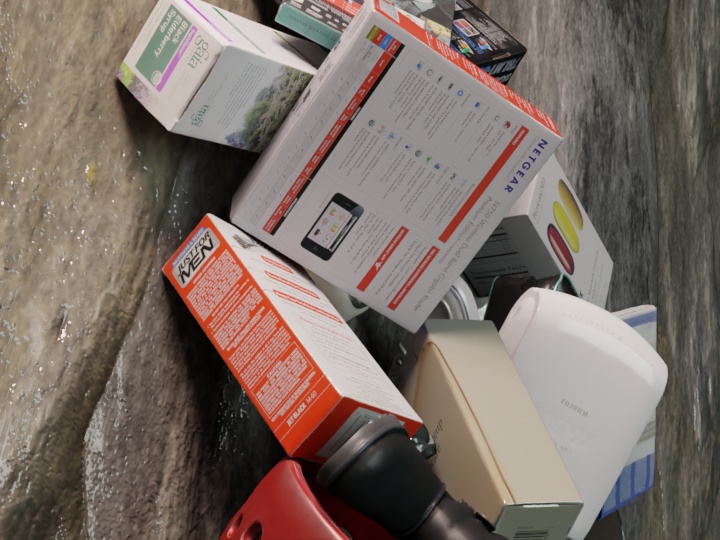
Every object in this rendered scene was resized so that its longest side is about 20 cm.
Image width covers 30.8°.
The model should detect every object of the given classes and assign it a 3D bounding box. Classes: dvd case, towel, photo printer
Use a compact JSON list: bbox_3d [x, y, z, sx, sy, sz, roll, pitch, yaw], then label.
[{"bbox_3d":[0.011,-0.225,1.088,0.145,0.022,0.201,26,36,-11],"label":"dvd case"},{"bbox_3d":[0.263,0.138,1.319,0.146,0.024,0.202,-10,102,-54],"label":"towel"},{"bbox_3d":[0.179,0.127,1.196,0.166,0.069,0.201,30,90,-16],"label":"photo printer"}]

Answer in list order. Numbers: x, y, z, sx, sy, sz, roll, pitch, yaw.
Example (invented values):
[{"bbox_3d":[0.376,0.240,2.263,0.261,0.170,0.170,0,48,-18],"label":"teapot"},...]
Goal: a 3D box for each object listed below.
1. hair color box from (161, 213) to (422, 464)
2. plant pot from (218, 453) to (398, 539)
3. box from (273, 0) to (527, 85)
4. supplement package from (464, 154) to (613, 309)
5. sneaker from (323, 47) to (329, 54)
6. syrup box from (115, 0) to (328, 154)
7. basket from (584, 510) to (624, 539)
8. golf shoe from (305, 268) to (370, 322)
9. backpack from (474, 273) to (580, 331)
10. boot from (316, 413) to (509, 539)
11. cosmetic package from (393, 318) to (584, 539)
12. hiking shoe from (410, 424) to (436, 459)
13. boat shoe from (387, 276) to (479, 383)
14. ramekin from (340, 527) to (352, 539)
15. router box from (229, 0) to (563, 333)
[{"bbox_3d":[-0.053,0.055,0.970,0.111,0.064,0.200,26,22,-52],"label":"hair color box"},{"bbox_3d":[-0.030,0.257,0.904,0.183,0.200,0.200,-51,140,4],"label":"plant pot"},{"bbox_3d":[0.026,-0.230,1.170,0.200,0.050,0.198,43,35,15],"label":"box"},{"bbox_3d":[0.184,-0.025,1.426,0.200,0.109,0.114,53,41,-37],"label":"supplement package"},{"bbox_3d":[0.027,-0.176,1.271,0.200,0.073,0.082,49,14,-34],"label":"sneaker"},{"bbox_3d":[-0.087,-0.146,1.024,0.081,0.079,0.199,45,20,28],"label":"syrup box"},{"bbox_3d":[0.159,0.283,1.298,0.199,0.135,0.182,18,77,-51],"label":"basket"},{"bbox_3d":[0.000,0.000,1.151,0.200,0.087,0.078,-41,118,-52],"label":"golf shoe"},{"bbox_3d":[0.184,0.118,1.351,0.200,0.152,0.177,37,58,-38],"label":"backpack"},{"bbox_3d":[0.070,0.191,0.852,0.200,0.066,0.165,47,3,19],"label":"boot"},{"bbox_3d":[0.093,0.142,1.032,0.072,0.104,0.201,3,38,-23],"label":"cosmetic package"},{"bbox_3d":[-0.006,0.115,1.050,0.074,0.200,0.087,-29,103,-17],"label":"hiking shoe"},{"bbox_3d":[0.057,0.097,1.194,0.070,0.071,0.202,-30,138,-49],"label":"boat shoe"},{"bbox_3d":[0.039,0.251,1.106,0.202,0.094,0.204,43,36,-42],"label":"ramekin"},{"bbox_3d":[0.025,-0.077,1.010,0.179,0.201,0.049,32,19,-16],"label":"router box"}]
